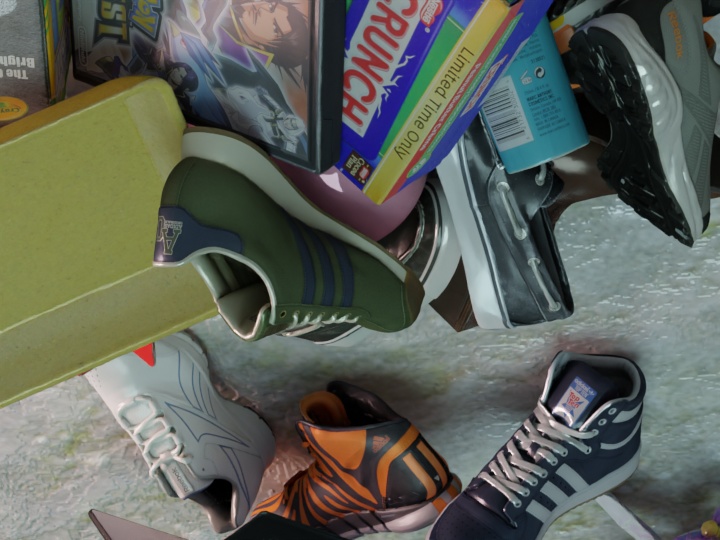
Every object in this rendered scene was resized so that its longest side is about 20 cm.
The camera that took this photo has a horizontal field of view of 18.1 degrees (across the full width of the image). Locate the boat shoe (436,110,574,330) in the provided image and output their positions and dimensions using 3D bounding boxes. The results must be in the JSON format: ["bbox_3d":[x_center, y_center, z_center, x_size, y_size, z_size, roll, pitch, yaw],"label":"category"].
[{"bbox_3d":[0.088,-0.054,1.356,0.068,0.072,0.200,-5,116,18],"label":"boat shoe"}]

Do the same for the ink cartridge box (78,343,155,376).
[{"bbox_3d":[-0.197,-0.016,1.454,0.116,0.067,0.200,36,147,31],"label":"ink cartridge box"}]

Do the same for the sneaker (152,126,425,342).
[{"bbox_3d":[-0.047,0.005,1.296,0.067,0.090,0.200,0,151,44],"label":"sneaker"}]

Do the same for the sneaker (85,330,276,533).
[{"bbox_3d":[-0.130,0.109,1.606,0.074,0.087,0.200,-25,128,29],"label":"sneaker"}]

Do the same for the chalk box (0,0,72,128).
[{"bbox_3d":[-0.231,-0.158,1.310,0.124,0.124,0.200,4,137,-1],"label":"chalk box"}]

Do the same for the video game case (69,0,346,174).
[{"bbox_3d":[-0.087,-0.169,1.239,0.181,0.025,0.200,22,128,27],"label":"video game case"}]

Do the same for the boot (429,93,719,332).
[{"bbox_3d":[0.130,-0.027,1.456,0.186,0.064,0.200,20,133,3],"label":"boot"}]

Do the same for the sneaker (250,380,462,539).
[{"bbox_3d":[-0.024,0.139,1.648,0.200,0.078,0.112,-20,112,40],"label":"sneaker"}]

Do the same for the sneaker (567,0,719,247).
[{"bbox_3d":[0.179,-0.086,1.293,0.079,0.074,0.200,-42,146,-16],"label":"sneaker"}]

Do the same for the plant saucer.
[{"bbox_3d":[-0.181,-0.022,1.322,0.200,0.048,0.200,-23,138,-2],"label":"plant saucer"}]

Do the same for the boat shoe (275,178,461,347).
[{"bbox_3d":[0.000,0.000,1.462,0.064,0.071,0.200,3,153,-30],"label":"boat shoe"}]

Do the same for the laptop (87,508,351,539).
[{"bbox_3d":[-0.060,0.197,1.606,0.187,0.200,0.116,24,100,-33],"label":"laptop"}]

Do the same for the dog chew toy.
[{"bbox_3d":[-0.058,-0.062,1.401,0.200,0.125,0.125,-16,133,30],"label":"dog chew toy"}]

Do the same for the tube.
[{"bbox_3d":[0.071,-0.156,1.284,0.077,0.050,0.200,-20,96,18],"label":"tube"}]

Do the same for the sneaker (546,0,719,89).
[{"bbox_3d":[0.176,-0.159,1.318,0.200,0.070,0.090,-18,139,28],"label":"sneaker"}]

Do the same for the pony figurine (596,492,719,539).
[{"bbox_3d":[0.245,0.218,1.662,0.200,0.167,0.193,-25,139,8],"label":"pony figurine"}]

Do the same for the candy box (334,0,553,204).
[{"bbox_3d":[-0.008,-0.163,1.251,0.200,0.077,0.169,42,133,9],"label":"candy box"}]

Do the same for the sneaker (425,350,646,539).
[{"bbox_3d":[0.122,0.129,1.559,0.070,0.200,0.109,38,142,30],"label":"sneaker"}]
